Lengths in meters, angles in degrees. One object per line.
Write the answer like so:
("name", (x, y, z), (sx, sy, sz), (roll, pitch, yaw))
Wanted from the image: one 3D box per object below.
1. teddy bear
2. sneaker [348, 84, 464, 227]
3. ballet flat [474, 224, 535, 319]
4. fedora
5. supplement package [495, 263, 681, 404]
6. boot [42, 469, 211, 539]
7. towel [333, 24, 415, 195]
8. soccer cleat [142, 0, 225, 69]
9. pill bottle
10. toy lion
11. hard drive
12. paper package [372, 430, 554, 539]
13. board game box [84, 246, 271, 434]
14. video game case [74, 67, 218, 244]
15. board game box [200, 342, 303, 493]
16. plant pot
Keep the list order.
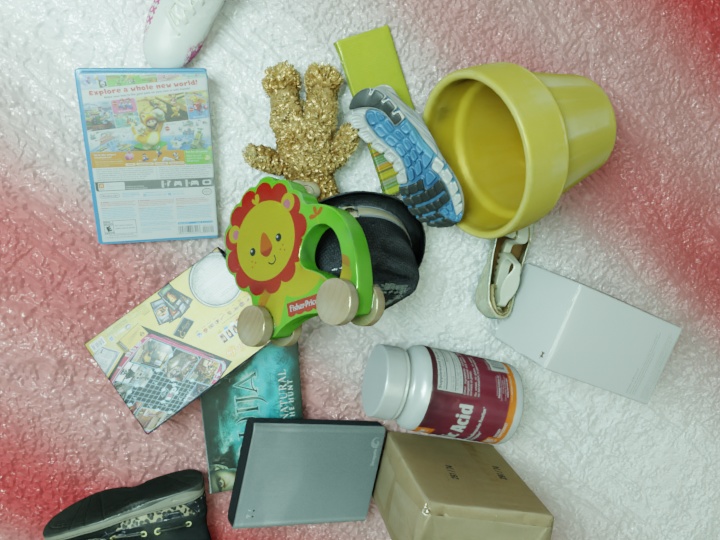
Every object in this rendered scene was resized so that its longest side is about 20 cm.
("teddy bear", (-0.069, -0.156, 0.757), (0.144, 0.067, 0.202), (13, 97, -13))
("sneaker", (0.071, -0.147, 0.761), (0.075, 0.087, 0.201), (-25, 107, 33))
("ballet flat", (0.211, -0.028, 0.854), (0.067, 0.062, 0.202), (8, 99, -16))
("fedora", (0.000, 0.000, 0.763), (0.199, 0.092, 0.202), (-10, 126, -14))
("supplement package", (0.316, 0.087, 0.861), (0.199, 0.121, 0.121), (20, 96, -24))
("boot", (-0.288, 0.360, 0.803), (0.202, 0.073, 0.155), (-14, 106, -11))
("towel", (0.032, -0.203, 0.793), (0.086, 0.018, 0.202), (-27, 106, -28))
("soccer cleat", (-0.183, -0.315, 0.687), (0.070, 0.086, 0.201), (32, 92, -17))
("pill bottle", (0.110, 0.166, 0.840), (0.198, 0.114, 0.115), (13, 98, -16))
("toy lion", (-0.077, -0.018, 0.697), (0.068, 0.199, 0.194), (7, 70, -51))
("hard drive", (-0.068, 0.271, 0.834), (0.199, 0.033, 0.141), (9, 95, -30))
("paper package", (0.129, 0.315, 0.830), (0.189, 0.200, 0.104), (12, 98, -15))
("board game box", (-0.216, 0.085, 0.764), (0.199, 0.035, 0.136), (-36, 88, -4))
("video game case", (-0.246, -0.133, 0.728), (0.142, 0.018, 0.202), (-4, 111, -13))
("board game box", (-0.145, 0.193, 0.828), (0.134, 0.028, 0.202), (-6, 102, -13))
("plant pot", (0.206, -0.160, 0.767), (0.188, 0.200, 0.203), (-19, 105, -25))
